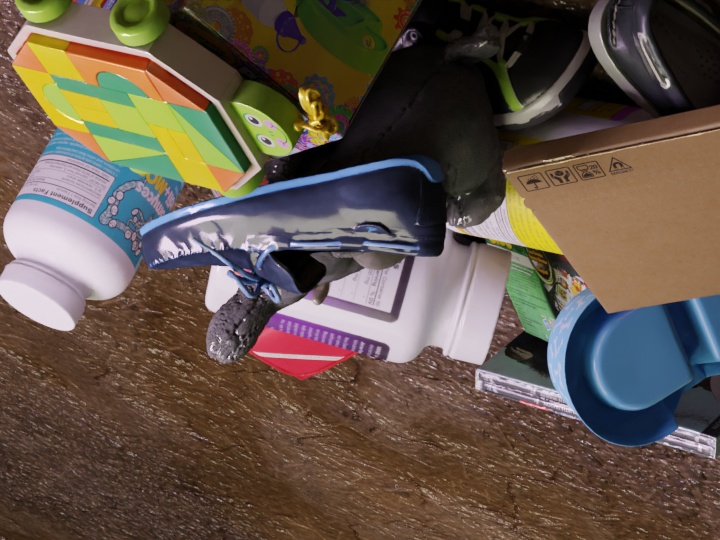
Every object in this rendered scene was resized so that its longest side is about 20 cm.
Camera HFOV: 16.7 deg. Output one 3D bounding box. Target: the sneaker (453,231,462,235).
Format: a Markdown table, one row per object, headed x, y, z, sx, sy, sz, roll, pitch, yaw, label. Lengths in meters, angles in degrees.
| x | y | z | sx | sy | sz | roll | pitch | yaw | label |
| --- | --- | --- | --- | --- | --- | --- | --- | --- | --- |
| 0.018 | -0.082 | 1.763 | 0.199 | 0.075 | 0.090 | 9 | 158 | 38 | sneaker |

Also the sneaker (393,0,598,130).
| x | y | z | sx | sy | sz | roll | pitch | yaw | label |
| --- | --- | --- | --- | --- | --- | --- | --- | --- | --- |
| 0.061 | -0.143 | 1.574 | 0.199 | 0.072 | 0.083 | 5 | 148 | 45 | sneaker |

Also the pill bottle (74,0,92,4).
| x | y | z | sx | sy | sz | roll | pitch | yaw | label |
| --- | --- | --- | --- | --- | --- | --- | --- | --- | --- |
| -0.117 | -0.144 | 1.734 | 0.199 | 0.113 | 0.112 | 17 | 157 | 25 | pill bottle |

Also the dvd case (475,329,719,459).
| x | y | z | sx | sy | sz | roll | pitch | yaw | label |
| --- | --- | --- | --- | --- | --- | --- | --- | --- | --- |
| 0.206 | 0.076 | 1.820 | 0.199 | 0.146 | 0.022 | 17 | 122 | 30 | dvd case |

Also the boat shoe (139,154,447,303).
| x | y | z | sx | sy | sz | roll | pitch | yaw | label |
| --- | --- | --- | --- | --- | --- | --- | --- | --- | --- |
| -0.044 | -0.017 | 1.440 | 0.199 | 0.069 | 0.084 | -12 | 180 | 33 | boat shoe |

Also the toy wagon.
| x | y | z | sx | sy | sz | roll | pitch | yaw | label |
| --- | --- | --- | --- | --- | --- | --- | --- | --- | --- |
| -0.105 | -0.096 | 1.370 | 0.199 | 0.040 | 0.155 | 16 | 154 | 32 | toy wagon |

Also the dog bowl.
| x | y | z | sx | sy | sz | roll | pitch | yaw | label |
| --- | --- | --- | --- | --- | --- | --- | --- | --- | --- |
| 0.212 | 0.036 | 1.650 | 0.112 | 0.199 | 0.050 | 65 | 163 | -16 | dog bowl |

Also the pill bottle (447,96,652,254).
| x | y | z | sx | sy | sz | roll | pitch | yaw | label |
| --- | --- | --- | --- | --- | --- | --- | --- | --- | --- |
| 0.112 | -0.069 | 1.635 | 0.199 | 0.105 | 0.104 | 13 | 155 | 35 | pill bottle |

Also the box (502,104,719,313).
| x | y | z | sx | sy | sz | roll | pitch | yaw | label |
| --- | --- | --- | --- | --- | --- | --- | --- | --- | --- |
| 0.209 | -0.038 | 1.489 | 0.199 | 0.021 | 0.164 | -11 | 142 | 27 | box |

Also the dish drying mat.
| x | y | z | sx | sy | sz | roll | pitch | yaw | label |
| --- | --- | --- | --- | --- | --- | --- | --- | --- | --- |
| 0.000 | 0.034 | 1.897 | 0.199 | 0.018 | 0.077 | -28 | 133 | 37 | dish drying mat |

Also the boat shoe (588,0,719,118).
| x | y | z | sx | sy | sz | roll | pitch | yaw | label |
| --- | --- | --- | --- | --- | --- | --- | --- | --- | --- |
| 0.221 | -0.096 | 1.478 | 0.200 | 0.076 | 0.060 | 36 | 163 | -22 | boat shoe |

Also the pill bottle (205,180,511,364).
| x | y | z | sx | sy | sz | roll | pitch | yaw | label |
| --- | --- | --- | --- | --- | --- | --- | --- | --- | --- |
| 0.000 | 0.000 | 1.708 | 0.199 | 0.112 | 0.112 | 16 | 159 | -1 | pill bottle |

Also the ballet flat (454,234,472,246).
| x | y | z | sx | sy | sz | roll | pitch | yaw | label |
| --- | --- | --- | --- | --- | --- | --- | --- | --- | --- |
| 0.018 | -0.026 | 1.899 | 0.200 | 0.072 | 0.072 | 32 | 159 | -9 | ballet flat |

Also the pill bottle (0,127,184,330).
| x | y | z | sx | sy | sz | roll | pitch | yaw | label |
| --- | --- | --- | --- | --- | --- | --- | --- | --- | --- |
| -0.208 | -0.055 | 1.926 | 0.110 | 0.201 | 0.111 | 24 | 159 | 10 | pill bottle |

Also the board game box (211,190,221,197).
| x | y | z | sx | sy | sz | roll | pitch | yaw | label |
| --- | --- | --- | --- | --- | --- | --- | --- | --- | --- |
| -0.074 | -0.046 | 1.917 | 0.135 | 0.045 | 0.200 | 52 | 173 | 33 | board game box |

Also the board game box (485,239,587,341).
| x | y | z | sx | sy | sz | roll | pitch | yaw | label |
| --- | --- | --- | --- | --- | --- | --- | --- | --- | --- |
| 0.145 | 0.013 | 1.754 | 0.105 | 0.023 | 0.200 | 64 | 167 | -17 | board game box |

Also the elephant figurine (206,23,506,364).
| x | y | z | sx | sy | sz | roll | pitch | yaw | label |
| --- | --- | --- | --- | --- | --- | --- | --- | --- | --- |
| -0.006 | -0.046 | 1.522 | 0.141 | 0.200 | 0.156 | 10 | 127 | 44 | elephant figurine |

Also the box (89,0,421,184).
| x | y | z | sx | sy | sz | roll | pitch | yaw | label |
| --- | --- | --- | --- | --- | --- | --- | --- | --- | --- |
| -0.054 | -0.176 | 1.456 | 0.122 | 0.201 | 0.192 | 39 | 156 | -21 | box |
